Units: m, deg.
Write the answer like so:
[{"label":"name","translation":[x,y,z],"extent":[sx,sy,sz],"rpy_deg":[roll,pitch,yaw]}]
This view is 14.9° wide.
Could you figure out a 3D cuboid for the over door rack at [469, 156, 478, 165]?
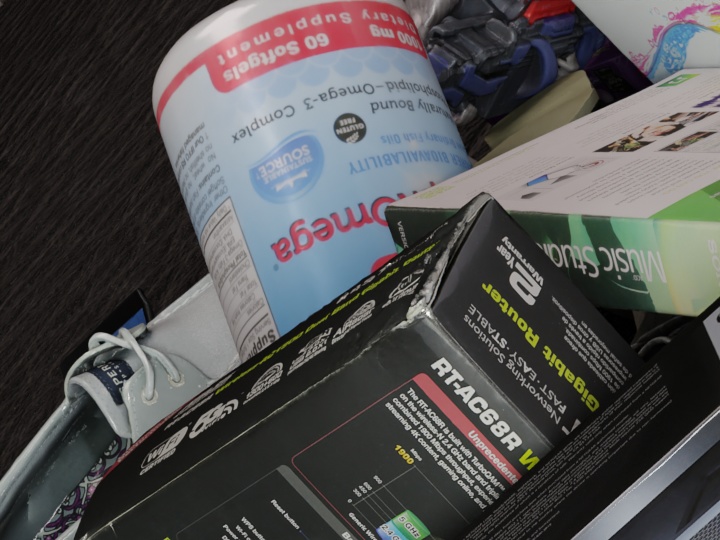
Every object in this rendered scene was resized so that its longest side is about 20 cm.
[{"label":"over door rack","translation":[-0.016,0.025,1.309],"extent":[0.200,0.067,0.148],"rpy_deg":[-43,18,13]}]

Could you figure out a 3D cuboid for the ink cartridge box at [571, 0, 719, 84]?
[{"label":"ink cartridge box","translation":[0.166,-0.140,1.013],"extent":[0.146,0.200,0.144],"rpy_deg":[-51,15,-17]}]

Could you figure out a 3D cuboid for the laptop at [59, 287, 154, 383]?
[{"label":"laptop","translation":[-0.138,0.132,1.250],"extent":[0.200,0.103,0.177],"rpy_deg":[-53,6,-21]}]

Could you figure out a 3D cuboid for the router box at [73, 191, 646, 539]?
[{"label":"router box","translation":[0.040,0.096,0.771],"extent":[0.150,0.200,0.062],"rpy_deg":[-34,16,35]}]

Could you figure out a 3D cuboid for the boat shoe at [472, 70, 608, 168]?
[{"label":"boat shoe","translation":[0.082,-0.036,1.146],"extent":[0.073,0.063,0.201],"rpy_deg":[-31,4,14]}]

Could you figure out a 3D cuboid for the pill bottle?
[{"label":"pill bottle","translation":[0.000,0.000,1.024],"extent":[0.108,0.201,0.109],"rpy_deg":[-19,-21,-7]}]

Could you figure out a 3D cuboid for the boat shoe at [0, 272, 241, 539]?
[{"label":"boat shoe","translation":[-0.085,0.062,1.072],"extent":[0.070,0.072,0.201],"rpy_deg":[30,79,40]}]

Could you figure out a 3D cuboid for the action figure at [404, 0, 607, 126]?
[{"label":"action figure","translation":[0.021,-0.100,1.243],"extent":[0.194,0.105,0.200],"rpy_deg":[-47,-14,20]}]

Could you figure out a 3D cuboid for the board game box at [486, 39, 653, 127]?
[{"label":"board game box","translation":[0.146,-0.132,1.338],"extent":[0.200,0.032,0.120],"rpy_deg":[-17,37,59]}]

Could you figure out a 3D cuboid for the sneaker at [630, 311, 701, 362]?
[{"label":"sneaker","translation":[0.140,0.030,0.859],"extent":[0.071,0.099,0.200],"rpy_deg":[-29,23,50]}]

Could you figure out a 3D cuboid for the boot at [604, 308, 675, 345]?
[{"label":"boot","translation":[0.106,0.033,1.004],"extent":[0.131,0.068,0.200],"rpy_deg":[-57,17,-13]}]

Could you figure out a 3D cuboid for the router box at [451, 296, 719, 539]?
[{"label":"router box","translation":[0.111,0.096,0.678],"extent":[0.200,0.157,0.052],"rpy_deg":[-42,17,12]}]

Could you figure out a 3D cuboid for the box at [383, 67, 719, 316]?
[{"label":"box","translation":[0.118,-0.029,0.905],"extent":[0.144,0.037,0.200],"rpy_deg":[-25,14,-27]}]
